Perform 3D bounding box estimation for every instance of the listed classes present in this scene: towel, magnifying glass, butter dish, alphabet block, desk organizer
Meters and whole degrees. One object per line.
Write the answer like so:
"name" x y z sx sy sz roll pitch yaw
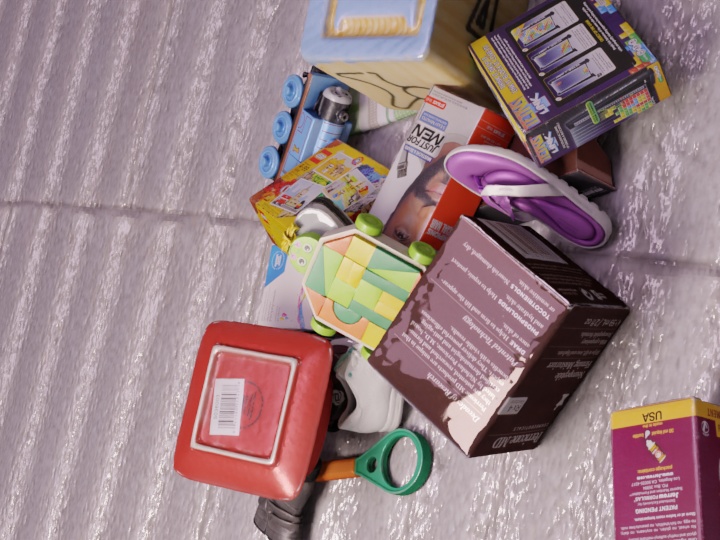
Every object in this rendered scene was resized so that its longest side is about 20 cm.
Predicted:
"towel" 0.042 -0.270 1.905 0.199 0.031 0.151 -16 65 45
"magnifying glass" 0.012 0.242 1.768 0.199 0.022 0.080 -16 66 47
"butter dish" -0.107 0.177 1.759 0.198 0.148 0.202 7 80 31
"alphabet block" 0.071 -0.315 1.732 0.194 0.200 0.198 8 82 35
"desk organizer" 0.194 -0.110 1.650 0.199 0.071 0.078 -20 60 43

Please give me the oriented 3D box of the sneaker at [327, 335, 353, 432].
"sneaker" -0.057 0.153 1.837 0.199 0.075 0.117 -15 69 44

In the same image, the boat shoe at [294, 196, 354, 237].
"boat shoe" 0.000 0.000 1.672 0.070 0.064 0.201 -29 99 27

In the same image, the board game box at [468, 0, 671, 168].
"board game box" 0.229 -0.224 1.586 0.165 0.057 0.201 -29 40 7

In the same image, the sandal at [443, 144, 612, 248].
"sandal" 0.183 -0.077 1.565 0.083 0.201 0.050 113 -177 -53

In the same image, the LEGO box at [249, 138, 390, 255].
"LEGO box" -0.031 -0.075 1.808 0.148 0.077 0.200 -35 31 -12

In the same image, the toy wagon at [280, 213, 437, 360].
"toy wagon" -0.008 0.012 1.620 0.199 0.040 0.156 28 117 6

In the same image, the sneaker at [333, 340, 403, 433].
"sneaker" 0.009 0.102 1.724 0.075 0.088 0.202 -155 65 -65

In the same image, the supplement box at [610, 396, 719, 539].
"supplement box" 0.316 0.234 1.348 0.103 0.130 0.202 -17 66 44

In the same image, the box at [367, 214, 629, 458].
"box" 0.150 0.070 1.536 0.164 0.165 0.201 41 109 27

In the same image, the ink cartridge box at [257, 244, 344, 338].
"ink cartridge box" -0.040 0.027 1.865 0.199 0.067 0.117 -1 76 47

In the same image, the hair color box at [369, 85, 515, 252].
"hair color box" 0.089 -0.104 1.664 0.111 0.064 0.201 32 99 51

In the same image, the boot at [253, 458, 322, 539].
"boot" -0.121 0.272 1.874 0.200 0.069 0.133 -133 53 -59

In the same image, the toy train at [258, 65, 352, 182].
"toy train" -0.067 -0.178 1.941 0.114 0.086 0.201 41 118 44
